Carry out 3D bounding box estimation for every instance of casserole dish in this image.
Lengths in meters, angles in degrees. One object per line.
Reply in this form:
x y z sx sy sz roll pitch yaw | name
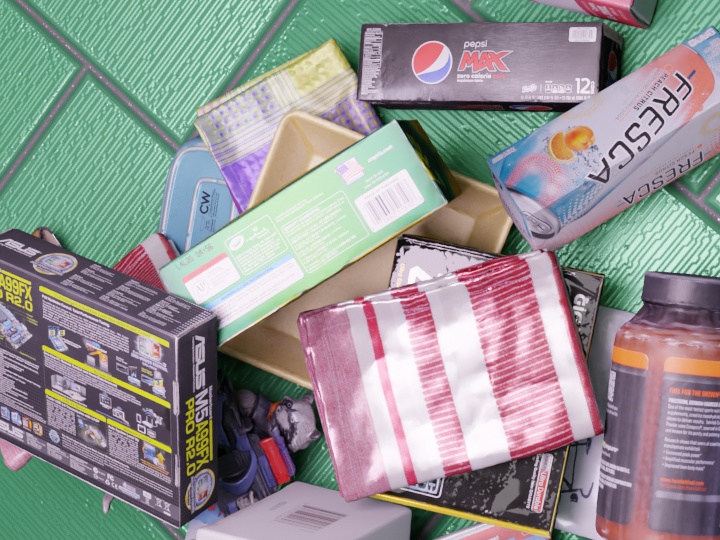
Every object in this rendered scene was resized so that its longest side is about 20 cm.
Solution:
-0.120 -0.027 1.432 0.120 0.039 0.201 9 90 21 | casserole dish

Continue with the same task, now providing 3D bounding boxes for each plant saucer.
0.000 0.000 1.341 0.199 0.048 0.201 22 94 7 | plant saucer

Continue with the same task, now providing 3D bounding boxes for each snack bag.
0.135 0.110 1.334 0.199 0.021 0.190 14 92 21 | snack bag

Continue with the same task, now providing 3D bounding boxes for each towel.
0.064 0.077 1.244 0.199 0.023 0.145 -15 91 8 | towel
-0.218 0.060 1.367 0.200 0.023 0.144 -41 30 1 | towel
-0.035 -0.071 1.381 0.143 0.023 0.201 -26 88 8 | towel

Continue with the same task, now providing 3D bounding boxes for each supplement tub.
0.233 0.103 1.244 0.106 0.107 0.201 7 94 22 | supplement tub

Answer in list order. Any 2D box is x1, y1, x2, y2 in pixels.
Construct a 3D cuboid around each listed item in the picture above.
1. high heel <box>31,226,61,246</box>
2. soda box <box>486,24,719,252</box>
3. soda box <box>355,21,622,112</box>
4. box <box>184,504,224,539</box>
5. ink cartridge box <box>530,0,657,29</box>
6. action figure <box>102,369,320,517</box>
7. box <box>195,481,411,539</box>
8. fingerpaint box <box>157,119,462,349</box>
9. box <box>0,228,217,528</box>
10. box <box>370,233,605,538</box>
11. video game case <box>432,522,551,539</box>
-0.228 0.046 1.450 0.199 0.071 0.143 13 99 30 | high heel
0.197 -0.094 1.256 0.199 0.068 0.064 -31 58 -1 | soda box
0.101 -0.159 1.332 0.199 0.071 0.064 4 90 22 | soda box
-0.057 0.269 1.394 0.199 0.038 0.137 16 93 21 | box
0.142 -0.285 1.315 0.199 0.083 0.147 17 94 21 | ink cartridge box
-0.128 0.120 1.349 0.192 0.105 0.201 -6 126 5 | action figure
-0.046 0.280 1.273 0.106 0.152 0.201 9 100 26 | box
-0.032 -0.031 1.237 0.199 0.167 0.074 -32 90 9 | fingerpaint box
-0.190 0.075 1.218 0.199 0.044 0.161 20 122 30 | box
0.088 0.084 1.283 0.159 0.049 0.201 12 94 10 | box
0.107 0.298 1.316 0.142 0.017 0.201 -22 86 9 | video game case
